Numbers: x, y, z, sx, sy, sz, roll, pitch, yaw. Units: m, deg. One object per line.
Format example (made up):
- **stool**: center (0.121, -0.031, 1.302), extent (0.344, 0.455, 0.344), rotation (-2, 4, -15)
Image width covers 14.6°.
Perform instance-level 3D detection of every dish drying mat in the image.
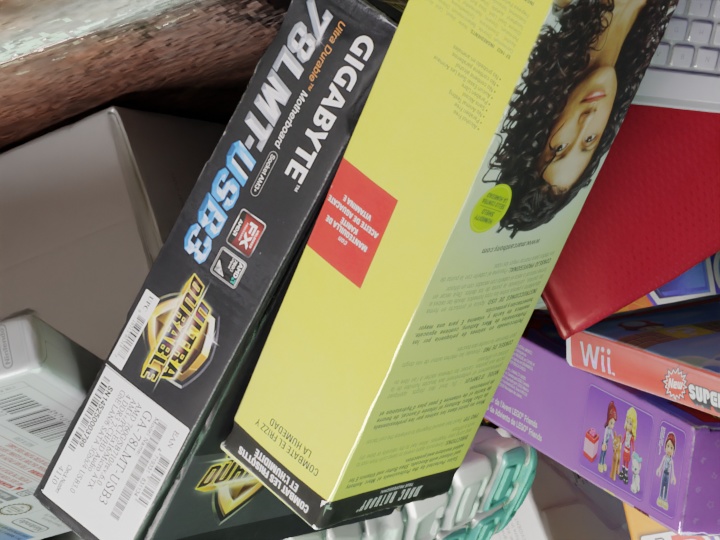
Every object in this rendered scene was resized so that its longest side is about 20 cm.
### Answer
- **dish drying mat**: center (0.134, -0.059, 0.928), extent (0.199, 0.077, 0.018), rotation (-31, -156, -3)

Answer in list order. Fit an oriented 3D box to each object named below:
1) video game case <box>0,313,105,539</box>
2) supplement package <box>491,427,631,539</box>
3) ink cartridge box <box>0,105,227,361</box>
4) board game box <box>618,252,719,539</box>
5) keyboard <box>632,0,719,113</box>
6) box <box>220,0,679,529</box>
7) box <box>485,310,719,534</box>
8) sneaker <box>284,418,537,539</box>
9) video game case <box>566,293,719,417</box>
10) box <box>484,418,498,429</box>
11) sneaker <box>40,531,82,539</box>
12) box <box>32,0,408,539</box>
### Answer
- **video game case**: center (-0.158, 0.071, 0.972), extent (0.181, 0.022, 0.200), rotation (-17, 162, 11)
- **supplement package**: center (0.048, 0.152, 1.325), extent (0.199, 0.120, 0.121), rotation (-28, 169, 36)
- **ink cartridge box**: center (-0.090, 0.008, 1.050), extent (0.146, 0.086, 0.200), rotation (-20, 169, 22)
- **board game box**: center (0.230, 0.018, 1.228), extent (0.199, 0.201, 0.199), rotation (-14, 179, 33)
- **keyboard**: center (0.142, -0.076, 0.909), extent (0.199, 0.057, 0.011), rotation (5, -164, -16)
- **box**: center (0.028, -0.019, 0.858), extent (0.075, 0.050, 0.201), rotation (-11, 131, -50)
- **box**: center (0.133, 0.053, 1.030), extent (0.136, 0.039, 0.200), rotation (4, -170, -21)
- **sneaker**: center (-0.031, 0.089, 1.105), extent (0.199, 0.091, 0.078), rotation (-16, 140, -34)
- **video game case**: center (0.180, 0.032, 0.911), extent (0.142, 0.018, 0.200), rotation (-10, -166, -30)
- **box**: center (0.006, 0.077, 1.308), extent (0.200, 0.039, 0.136), rotation (-29, 166, 40)
- **sneaker**: center (-0.188, 0.122, 1.164), extent (0.199, 0.105, 0.060), rotation (1, -161, 37)
- **box**: center (0.000, 0.000, 0.954), extent (0.199, 0.050, 0.200), rotation (-59, 157, 15)
